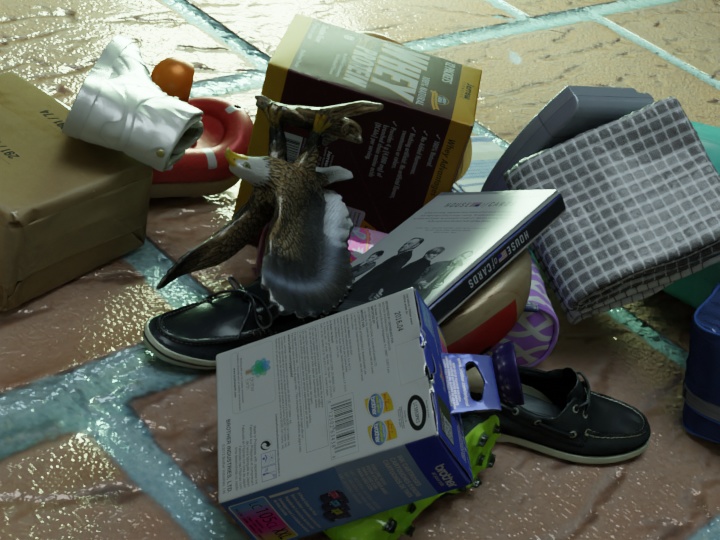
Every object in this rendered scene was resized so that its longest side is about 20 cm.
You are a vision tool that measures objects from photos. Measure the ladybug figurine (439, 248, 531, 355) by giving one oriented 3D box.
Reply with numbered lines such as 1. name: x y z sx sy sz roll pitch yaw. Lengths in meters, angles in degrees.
1. ladybug figurine: 0.064 0.044 1.045 0.199 0.072 0.136 -28 21 -10

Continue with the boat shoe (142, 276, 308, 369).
1. boat shoe: -0.095 0.039 1.061 0.199 0.063 0.075 -6 40 -29

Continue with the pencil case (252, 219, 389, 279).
1. pencil case: 0.000 0.000 1.146 0.199 0.088 0.088 16 32 -3

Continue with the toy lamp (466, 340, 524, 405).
1. toy lamp: 0.029 0.101 0.967 0.198 0.059 0.058 -10 32 8

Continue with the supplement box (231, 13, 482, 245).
1. supplement box: -0.004 -0.117 1.210 0.199 0.198 0.133 17 33 -1

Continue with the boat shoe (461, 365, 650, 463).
1. boat shoe: 0.169 0.115 1.062 0.198 0.066 0.075 13 34 -5

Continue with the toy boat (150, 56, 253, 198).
1. toy boat: -0.196 -0.155 1.234 0.199 0.131 0.131 -6 39 -41

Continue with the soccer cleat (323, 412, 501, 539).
1. soccer cleat: 0.039 0.154 0.950 0.081 0.068 0.200 25 33 30

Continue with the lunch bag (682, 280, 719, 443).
1. lunch bag: 0.391 0.086 1.153 0.135 0.133 0.200 18 31 30

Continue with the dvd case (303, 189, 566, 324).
1. dvd case: 0.061 -0.011 1.038 0.200 0.025 0.150 -38 25 -32

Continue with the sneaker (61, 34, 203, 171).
1. sneaker: -0.200 -0.149 1.122 0.115 0.074 0.200 24 25 -13

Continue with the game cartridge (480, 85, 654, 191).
1. game cartridge: 0.203 -0.110 1.259 0.132 0.200 0.041 -1 53 -32

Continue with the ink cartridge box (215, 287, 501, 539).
1. ink cartridge box: -0.001 0.102 0.878 0.199 0.076 0.137 -21 46 14

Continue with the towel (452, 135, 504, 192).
1. towel: 0.154 -0.096 1.417 0.146 0.024 0.200 -9 42 -38

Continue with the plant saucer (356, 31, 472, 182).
1. plant saucer: 0.035 -0.167 1.327 0.200 0.201 0.037 35 63 26

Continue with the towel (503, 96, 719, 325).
1. towel: 0.258 -0.062 1.175 0.199 0.086 0.166 -24 63 -1

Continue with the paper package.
1. paper package: -0.317 -0.077 1.094 0.199 0.104 0.190 30 33 21

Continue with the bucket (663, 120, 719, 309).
1. bucket: 0.372 -0.060 1.302 0.134 0.209 0.207 25 32 28

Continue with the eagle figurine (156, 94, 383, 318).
1. eagle figurine: -0.076 -0.053 1.045 0.150 0.201 0.152 19 -14 -20

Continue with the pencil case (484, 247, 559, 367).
1. pencil case: 0.133 0.013 1.188 0.085 0.084 0.200 -1 33 -6
